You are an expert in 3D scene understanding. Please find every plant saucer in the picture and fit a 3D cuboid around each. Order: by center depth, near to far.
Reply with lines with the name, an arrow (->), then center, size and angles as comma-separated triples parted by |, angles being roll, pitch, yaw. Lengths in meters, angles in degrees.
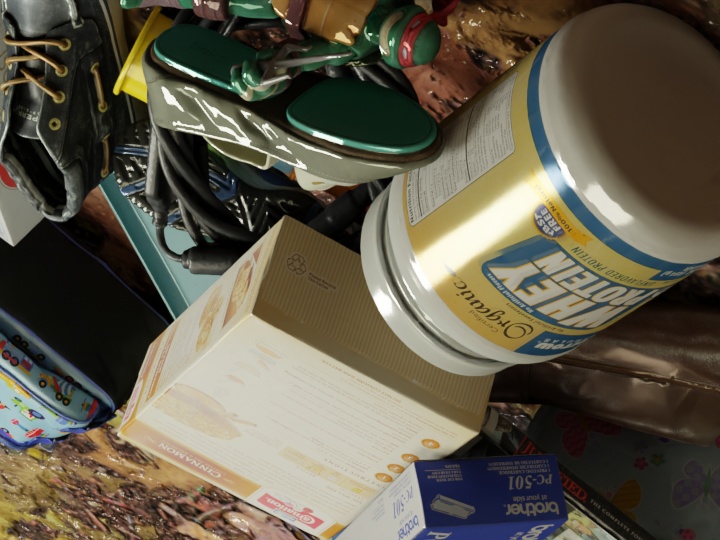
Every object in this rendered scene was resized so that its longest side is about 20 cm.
plant saucer -> -0.128, -0.032, 1.765 | 0.070, 0.019, 0.200 | -3, 125, 42

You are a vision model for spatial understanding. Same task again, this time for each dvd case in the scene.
dvd case -> 0.109, 0.162, 1.673 | 0.200, 0.022, 0.146 | 37, 149, -2

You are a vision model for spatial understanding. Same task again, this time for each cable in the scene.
cable -> -0.044, -0.076, 1.556 | 0.162, 0.051, 0.201 | 15, 118, 10

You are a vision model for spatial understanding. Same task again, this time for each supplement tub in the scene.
supplement tub -> 0.105, -0.037, 1.442 | 0.144, 0.145, 0.200 | 38, 138, -15

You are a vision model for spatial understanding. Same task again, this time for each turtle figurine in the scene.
turtle figurine -> -0.026, -0.150, 1.438 | 0.199, 0.150, 0.101 | 25, 169, 23

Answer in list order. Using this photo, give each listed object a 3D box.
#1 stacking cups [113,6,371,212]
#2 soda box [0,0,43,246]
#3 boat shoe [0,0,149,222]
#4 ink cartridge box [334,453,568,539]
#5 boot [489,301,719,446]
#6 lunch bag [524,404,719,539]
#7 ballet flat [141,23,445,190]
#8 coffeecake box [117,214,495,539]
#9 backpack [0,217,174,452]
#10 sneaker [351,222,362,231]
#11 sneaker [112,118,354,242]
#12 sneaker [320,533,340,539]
stacking cups -> -0.046, -0.090, 1.620 | 0.199, 0.061, 0.061 | 25, 150, -4
soda box -> -0.242, -0.109, 1.724 | 0.064, 0.068, 0.200 | 33, 155, 28
boat shoe -> -0.187, -0.126, 1.625 | 0.071, 0.091, 0.201 | 8, 136, 29
ink cartridge box -> 0.043, 0.166, 1.634 | 0.094, 0.044, 0.200 | -1, 157, -21
boot -> 0.145, 0.013, 1.601 | 0.199, 0.064, 0.187 | 11, 125, 6
lunch bag -> 0.189, 0.172, 1.742 | 0.169, 0.127, 0.200 | 23, 156, 19
ballet flat -> -0.035, -0.079, 1.469 | 0.199, 0.067, 0.064 | 23, 133, 31
coffeecake box -> -0.032, 0.069, 1.600 | 0.153, 0.073, 0.200 | 28, 146, -15
backpack -> -0.256, 0.040, 1.911 | 0.183, 0.135, 0.200 | 42, 151, -20
sneaker -> 0.000, 0.000, 1.701 | 0.199, 0.075, 0.089 | 11, 134, 31
sneaker -> -0.055, -0.034, 1.656 | 0.200, 0.077, 0.076 | 39, 112, 7
sneaker -> 0.027, 0.160, 1.906 | 0.111, 0.077, 0.200 | 22, 144, 31
